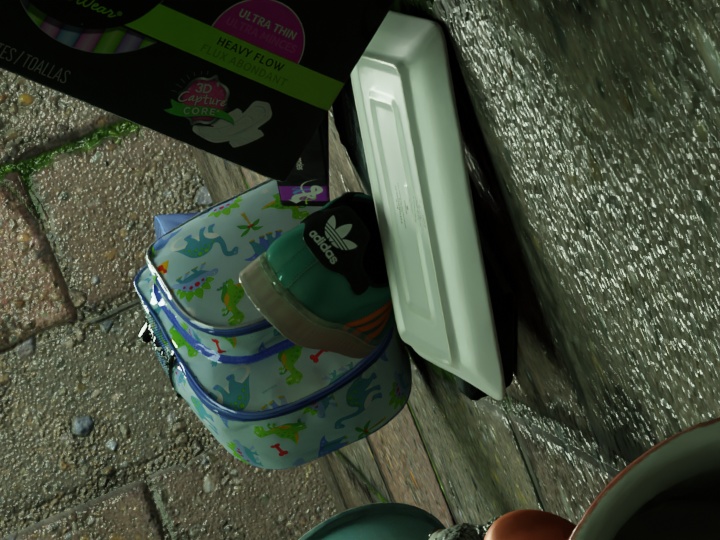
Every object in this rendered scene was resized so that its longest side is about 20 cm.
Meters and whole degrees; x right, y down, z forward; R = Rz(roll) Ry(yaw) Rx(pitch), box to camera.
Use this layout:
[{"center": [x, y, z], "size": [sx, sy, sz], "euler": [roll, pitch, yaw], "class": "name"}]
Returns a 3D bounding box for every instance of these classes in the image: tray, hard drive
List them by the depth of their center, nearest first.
[{"center": [0.029, -0.034, 1.142], "size": [0.107, 0.022, 0.200], "euler": [-154, 50, -64], "class": "tray"}, {"center": [0.033, -0.037, 1.258], "size": [0.140, 0.033, 0.200], "euler": [83, 164, -65], "class": "hard drive"}]

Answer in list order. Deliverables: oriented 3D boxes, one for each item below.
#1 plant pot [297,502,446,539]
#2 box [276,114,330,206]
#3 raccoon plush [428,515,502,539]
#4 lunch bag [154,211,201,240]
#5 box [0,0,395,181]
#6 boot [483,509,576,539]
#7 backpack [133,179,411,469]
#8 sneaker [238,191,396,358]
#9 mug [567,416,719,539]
[{"center": [0.038, 0.330, 1.833], "size": [0.196, 0.200, 0.200], "euler": [47, 159, 52], "class": "plant pot"}, {"center": [-0.039, -0.141, 1.279], "size": [0.200, 0.036, 0.143], "euler": [87, -177, -68], "class": "box"}, {"center": [0.115, 0.255, 1.515], "size": [0.200, 0.097, 0.134], "euler": [34, 145, 21], "class": "raccoon plush"}, {"center": [-0.170, 0.008, 2.677], "size": [0.200, 0.132, 0.136], "euler": [-123, 28, -63], "class": "lunch bag"}, {"center": [-0.096, -0.157, 1.005], "size": [0.200, 0.149, 0.124], "euler": [21, -159, -29], "class": "box"}, {"center": [0.115, 0.156, 1.103], "size": [0.200, 0.075, 0.107], "euler": [43, 152, 56], "class": "boot"}, {"center": [-0.066, 0.040, 1.681], "size": [0.200, 0.183, 0.147], "euler": [56, 169, 39], "class": "backpack"}, {"center": [0.000, 0.000, 1.253], "size": [0.071, 0.080, 0.200], "euler": [51, -169, 9], "class": "sneaker"}, {"center": [0.099, 0.128, 0.683], "size": [0.133, 0.177, 0.200], "euler": [51, 176, 5], "class": "mug"}]
